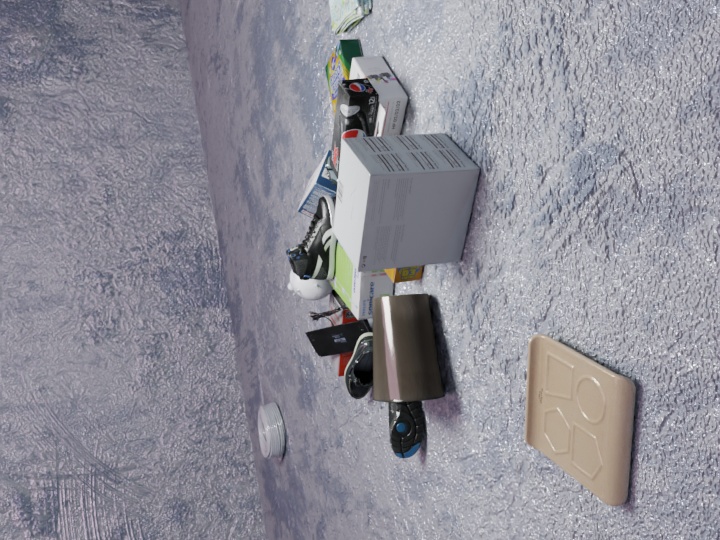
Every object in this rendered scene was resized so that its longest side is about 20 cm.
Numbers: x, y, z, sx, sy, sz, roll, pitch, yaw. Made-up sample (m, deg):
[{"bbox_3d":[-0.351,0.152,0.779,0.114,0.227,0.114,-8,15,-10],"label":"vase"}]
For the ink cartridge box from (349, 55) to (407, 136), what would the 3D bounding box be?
[{"bbox_3d":[0.037,-0.333,1.609,0.115,0.068,0.200,101,154,-44],"label":"ink cartridge box"}]

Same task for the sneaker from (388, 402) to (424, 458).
[{"bbox_3d":[0.094,0.295,1.684,0.082,0.073,0.201,-172,81,-86],"label":"sneaker"}]

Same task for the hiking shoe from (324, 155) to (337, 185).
[{"bbox_3d":[-0.006,-0.176,1.771,0.200,0.087,0.074,65,-161,-6],"label":"hiking shoe"}]

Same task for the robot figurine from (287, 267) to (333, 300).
[{"bbox_3d":[-0.107,-0.002,1.970,0.113,0.169,0.200,51,-149,-18],"label":"robot figurine"}]

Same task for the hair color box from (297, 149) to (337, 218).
[{"bbox_3d":[-0.094,-0.209,1.968,0.100,0.060,0.200,-70,11,-20],"label":"hair color box"}]

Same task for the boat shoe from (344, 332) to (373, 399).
[{"bbox_3d":[0.010,0.241,1.868,0.066,0.074,0.200,-103,27,-52],"label":"boat shoe"}]

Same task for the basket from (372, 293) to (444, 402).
[{"bbox_3d":[0.086,0.149,1.549,0.180,0.136,0.201,162,104,-75],"label":"basket"}]

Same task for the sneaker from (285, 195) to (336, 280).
[{"bbox_3d":[-0.115,-0.069,1.804,0.073,0.112,0.200,-140,48,-63],"label":"sneaker"}]

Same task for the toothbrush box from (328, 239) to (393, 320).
[{"bbox_3d":[0.000,0.000,1.796,0.200,0.086,0.146,-130,38,-58],"label":"toothbrush box"}]

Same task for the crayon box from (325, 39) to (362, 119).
[{"bbox_3d":[-0.025,-0.400,1.786,0.126,0.051,0.200,138,122,-66],"label":"crayon box"}]

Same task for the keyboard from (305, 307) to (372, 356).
[{"bbox_3d":[-0.057,0.143,1.918,0.200,0.021,0.127,-15,108,39],"label":"keyboard"}]

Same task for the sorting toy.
[{"bbox_3d":[0.305,0.201,1.106,0.200,0.036,0.186,-152,57,-61],"label":"sorting toy"}]

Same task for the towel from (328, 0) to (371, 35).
[{"bbox_3d":[-0.032,-0.634,1.735,0.171,0.048,0.201,177,87,-69],"label":"towel"}]

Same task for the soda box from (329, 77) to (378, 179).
[{"bbox_3d":[-0.014,-0.277,1.580,0.071,0.063,0.200,-117,25,-43],"label":"soda box"}]

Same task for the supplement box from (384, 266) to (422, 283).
[{"bbox_3d":[0.061,-0.054,1.640,0.200,0.066,0.069,-124,33,-52],"label":"supplement box"}]

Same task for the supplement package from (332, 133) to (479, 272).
[{"bbox_3d":[0.073,-0.122,1.387,0.147,0.200,0.192,-121,31,-50],"label":"supplement package"}]

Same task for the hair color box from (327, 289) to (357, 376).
[{"bbox_3d":[-0.040,0.154,1.993,0.102,0.061,0.200,-126,34,-53],"label":"hair color box"}]

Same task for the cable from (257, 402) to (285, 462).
[{"bbox_3d":[-0.333,0.593,2.934,0.200,0.069,0.200,111,146,-53],"label":"cable"}]
